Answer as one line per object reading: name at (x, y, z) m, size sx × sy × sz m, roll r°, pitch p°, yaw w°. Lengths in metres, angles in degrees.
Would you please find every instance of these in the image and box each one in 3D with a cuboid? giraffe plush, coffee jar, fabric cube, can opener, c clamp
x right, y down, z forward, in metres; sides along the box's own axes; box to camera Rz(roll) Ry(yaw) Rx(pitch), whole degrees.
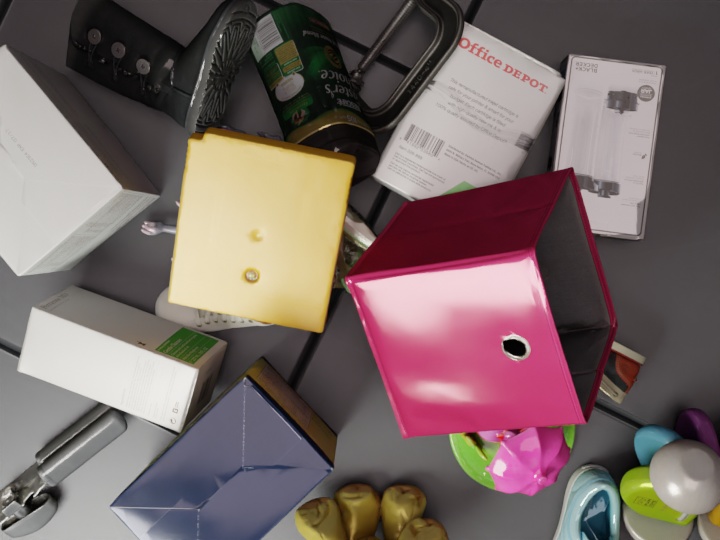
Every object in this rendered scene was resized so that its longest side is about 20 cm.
giraffe plush at (0.013, 0.362, 1.284) m, size 0.172 × 0.200 × 0.163 m, roll -1°, pitch 121°, yaw -3°
coffee jar at (-0.051, -0.189, 1.252) m, size 0.085 × 0.104 × 0.201 m, roll -29°, pitch 70°, yaw 24°
fabric cube at (0.132, 0.034, 1.166) m, size 0.198 × 0.200 × 0.197 m, roll -9°, pitch 114°, yaw 26°
can opener at (-0.349, 0.236, 1.332) m, size 0.200 × 0.053 × 0.067 m, roll -38°, pitch 123°, yaw 1°
c clamp at (0.043, -0.256, 1.288) m, size 0.200 × 0.027 × 0.171 m, roll -56°, pitch 47°, yaw 9°

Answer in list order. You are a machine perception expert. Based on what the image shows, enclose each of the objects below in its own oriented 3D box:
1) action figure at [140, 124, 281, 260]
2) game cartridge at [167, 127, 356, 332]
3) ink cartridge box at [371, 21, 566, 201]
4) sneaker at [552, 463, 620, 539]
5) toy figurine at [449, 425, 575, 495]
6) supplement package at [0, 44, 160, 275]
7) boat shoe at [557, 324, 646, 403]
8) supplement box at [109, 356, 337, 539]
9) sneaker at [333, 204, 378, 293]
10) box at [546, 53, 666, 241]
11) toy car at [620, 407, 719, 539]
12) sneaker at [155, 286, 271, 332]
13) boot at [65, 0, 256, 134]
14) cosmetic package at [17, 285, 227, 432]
action figure at (-0.157, -0.064, 1.300) m, size 0.148 × 0.134 × 0.201 m, roll 17°, pitch 88°, yaw -27°
game cartridge at (-0.107, -0.042, 1.205) m, size 0.175 × 0.032 × 0.201 m, roll 12°, pitch 112°, yaw -1°
ink cartridge box at (0.121, -0.160, 1.291) m, size 0.146 × 0.084 × 0.201 m, roll 29°, pitch 92°, yaw 0°
sneaker at (0.257, 0.328, 1.305) m, size 0.074 × 0.082 × 0.201 m, roll 5°, pitch 92°, yaw 1°
toy figurine at (0.161, 0.171, 1.251) m, size 0.150 × 0.184 × 0.200 m, roll -43°, pitch 90°, yaw 2°
supplement package at (-0.349, -0.113, 1.239) m, size 0.147 × 0.200 × 0.191 m, roll -39°, pitch 90°, yaw 2°
boat shoe at (0.231, 0.084, 1.308) m, size 0.199 × 0.071 × 0.063 m, roll 27°, pitch 94°, yaw -5°
supplement box at (-0.141, 0.217, 1.246) m, size 0.200 × 0.200 × 0.134 m, roll -43°, pitch 91°, yaw 2°
sneaker at (0.000, 0.000, 1.307) m, size 0.089 × 0.077 × 0.200 m, roll -44°, pitch 83°, yaw 6°
box at (0.276, -0.139, 1.303) m, size 0.116 × 0.060 × 0.201 m, roll 6°, pitch 91°, yaw 0°
toy car at (0.392, 0.228, 1.278) m, size 0.199 × 0.175 × 0.151 m, roll 7°, pitch 57°, yaw 1°
sneaker at (-0.143, 0.031, 1.299) m, size 0.199 × 0.085 × 0.073 m, roll -9°, pitch 93°, yaw 2°
boot at (-0.227, -0.262, 1.260) m, size 0.200 × 0.066 × 0.165 m, roll 32°, pitch 108°, yaw 20°
cosmetic package at (-0.266, 0.097, 1.273) m, size 0.199 × 0.108 × 0.085 m, roll 20°, pitch 107°, yaw 5°
